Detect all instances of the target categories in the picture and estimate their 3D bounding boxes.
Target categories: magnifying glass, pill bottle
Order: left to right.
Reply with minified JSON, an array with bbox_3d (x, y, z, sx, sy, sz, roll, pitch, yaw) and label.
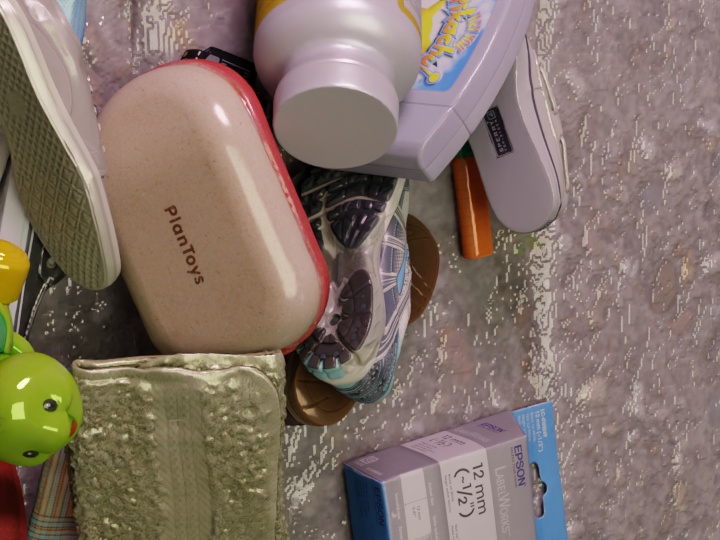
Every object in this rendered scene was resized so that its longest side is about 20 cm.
[{"bbox_3d":[-0.014,-0.171,1.141,0.111,0.112,0.202,27,47,-30],"label":"pill bottle"},{"bbox_3d":[0.078,-0.109,1.310,0.079,0.022,0.202,-14,102,-29],"label":"magnifying glass"}]

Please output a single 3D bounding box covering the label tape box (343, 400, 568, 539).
[{"bbox_3d":[0.092,0.197,1.334,0.198,0.066,0.145,-13,104,-27],"label":"label tape box"}]

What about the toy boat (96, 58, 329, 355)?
[{"bbox_3d":[-0.090,-0.041,1.129,0.202,0.129,0.131,68,24,-6],"label":"toy boat"}]

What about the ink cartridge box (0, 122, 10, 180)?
[{"bbox_3d":[-0.319,-0.038,1.081,0.159,0.047,0.202,14,106,-32],"label":"ink cartridge box"}]

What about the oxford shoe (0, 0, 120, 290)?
[{"bbox_3d":[-0.184,-0.085,1.061,0.058,0.075,0.202,-33,111,-46],"label":"oxford shoe"}]

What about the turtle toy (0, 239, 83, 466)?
[{"bbox_3d":[-0.258,0.050,1.031,0.198,0.101,0.147,23,106,-4],"label":"turtle toy"}]

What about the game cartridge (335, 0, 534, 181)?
[{"bbox_3d":[0.045,-0.155,1.194,0.201,0.132,0.041,-64,144,-22],"label":"game cartridge"}]

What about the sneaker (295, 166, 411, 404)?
[{"bbox_3d":[0.000,0.000,1.188,0.086,0.077,0.202,53,39,-48],"label":"sneaker"}]

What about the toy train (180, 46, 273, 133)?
[{"bbox_3d":[-0.044,-0.114,1.230,0.199,0.034,0.046,20,76,-31],"label":"toy train"}]

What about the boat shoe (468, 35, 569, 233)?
[{"bbox_3d":[0.112,-0.130,1.278,0.066,0.071,0.202,-23,93,-61],"label":"boat shoe"}]

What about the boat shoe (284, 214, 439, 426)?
[{"bbox_3d":[-0.011,0.037,1.250,0.072,0.072,0.201,45,52,-19],"label":"boat shoe"}]

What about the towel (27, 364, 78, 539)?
[{"bbox_3d":[-0.149,0.164,1.160,0.145,0.022,0.202,9,113,-18],"label":"towel"}]

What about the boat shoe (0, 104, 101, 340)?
[{"bbox_3d":[-0.208,-0.022,1.120,0.070,0.072,0.202,13,89,-27],"label":"boat shoe"}]

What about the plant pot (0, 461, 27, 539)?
[{"bbox_3d":[-0.286,0.231,1.041,0.198,0.176,0.202,-4,98,-25],"label":"plant pot"}]

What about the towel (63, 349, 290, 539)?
[{"bbox_3d":[-0.118,0.137,1.109,0.147,0.037,0.202,-3,122,-6],"label":"towel"}]

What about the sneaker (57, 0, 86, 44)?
[{"bbox_3d":[-0.203,-0.228,1.084,0.078,0.090,0.202,-9,102,-29],"label":"sneaker"}]

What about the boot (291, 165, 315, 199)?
[{"bbox_3d":[-0.064,0.005,1.220,0.073,0.075,0.201,37,63,-13],"label":"boot"}]
